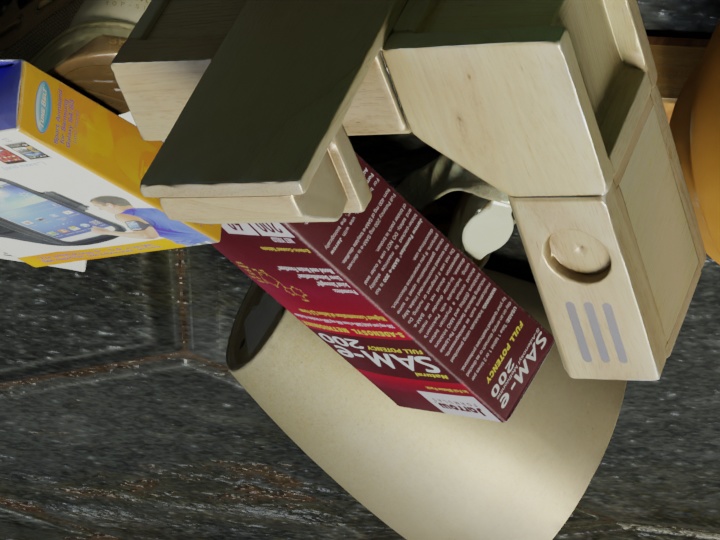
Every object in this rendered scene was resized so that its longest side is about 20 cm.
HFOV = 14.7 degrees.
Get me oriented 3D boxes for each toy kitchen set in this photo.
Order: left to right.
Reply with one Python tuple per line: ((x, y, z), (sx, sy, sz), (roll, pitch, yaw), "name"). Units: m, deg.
((0.009, -0.021, 1.142), (0.199, 0.163, 0.181), (0, 131, 27), "toy kitchen set")

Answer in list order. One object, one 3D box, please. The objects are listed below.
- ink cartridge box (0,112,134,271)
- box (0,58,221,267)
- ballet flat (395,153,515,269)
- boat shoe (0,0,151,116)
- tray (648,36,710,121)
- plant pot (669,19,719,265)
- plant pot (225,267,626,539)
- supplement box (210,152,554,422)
((-0.201, -0.055, 1.533), (0.199, 0.068, 0.117), (8, 161, -5), "ink cartridge box")
((-0.168, -0.052, 1.366), (0.119, 0.042, 0.200), (-7, 161, 29), "box")
((0.055, -0.031, 1.527), (0.067, 0.063, 0.200), (9, 162, -9), "ballet flat")
((-0.152, -0.102, 1.381), (0.071, 0.065, 0.200), (15, 159, -34), "boat shoe")
((0.151, -0.066, 1.434), (0.098, 0.037, 0.200), (3, 162, 8), "tray")
((0.222, -0.055, 1.233), (0.199, 0.201, 0.183), (11, 177, -14), "plant pot")
((0.027, 0.064, 1.679), (0.199, 0.188, 0.187), (28, 155, -19), "plant pot")
((0.000, 0.000, 1.513), (0.200, 0.061, 0.109), (41, 160, -29), "supplement box")
